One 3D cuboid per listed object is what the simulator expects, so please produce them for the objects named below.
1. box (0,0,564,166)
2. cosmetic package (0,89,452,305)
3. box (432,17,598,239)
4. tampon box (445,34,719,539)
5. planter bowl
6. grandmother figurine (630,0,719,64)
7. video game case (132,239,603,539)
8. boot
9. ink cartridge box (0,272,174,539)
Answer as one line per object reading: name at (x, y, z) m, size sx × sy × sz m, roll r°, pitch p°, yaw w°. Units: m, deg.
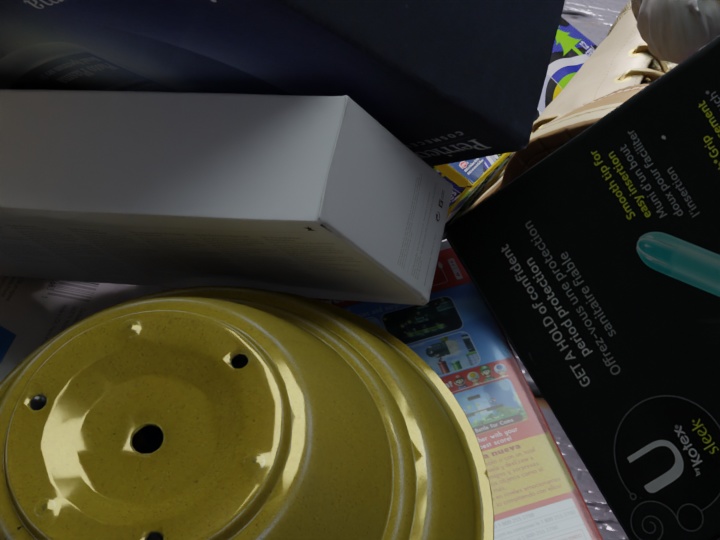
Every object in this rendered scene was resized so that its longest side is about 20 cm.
box at (-0.060, -0.120, 0.897) m, size 0.198 × 0.123 × 0.200 m, roll 26°, pitch -21°, yaw -34°
cosmetic package at (-0.075, -0.029, 0.895) m, size 0.200 × 0.051 × 0.083 m, roll 4°, pitch -16°, yaw 31°
box at (0.049, -0.071, 1.224) m, size 0.064 × 0.070 × 0.200 m, roll 40°, pitch 33°, yaw 5°
tampon box at (0.165, -0.011, 0.903) m, size 0.150 × 0.200 × 0.126 m, roll 60°, pitch 28°, yaw 9°
planter bowl at (-0.060, 0.071, 0.810) m, size 0.200 × 0.083 × 0.200 m, roll -5°, pitch 58°, yaw 8°
grandmother figurine at (0.207, -0.106, 1.000) m, size 0.200 × 0.061 × 0.121 m, roll 2°, pitch 28°, yaw 17°
video game case at (0.004, 0.085, 0.866) m, size 0.143 × 0.017 × 0.200 m, roll -15°, pitch 56°, yaw -13°
boot at (0.131, -0.074, 1.104) m, size 0.073 × 0.200 × 0.155 m, roll 41°, pitch 68°, yaw -3°
ink cartridge box at (-0.071, 0.055, 0.962) m, size 0.200 × 0.067 × 0.116 m, roll 11°, pitch 28°, yaw 5°
